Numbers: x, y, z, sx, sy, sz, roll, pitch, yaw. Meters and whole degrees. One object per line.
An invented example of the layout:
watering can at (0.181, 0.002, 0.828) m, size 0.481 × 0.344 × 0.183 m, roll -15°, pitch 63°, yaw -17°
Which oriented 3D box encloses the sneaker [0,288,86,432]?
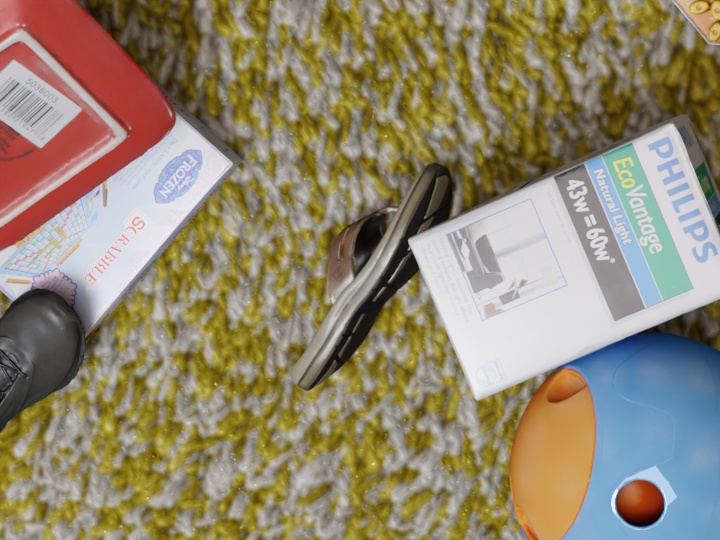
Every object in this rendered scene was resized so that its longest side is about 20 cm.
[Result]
sneaker at (-0.282, 0.093, 1.744) m, size 0.076 × 0.091 × 0.200 m, roll 44°, pitch 121°, yaw 1°

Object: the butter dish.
butter dish at (-0.268, -0.143, 1.671) m, size 0.199 × 0.148 × 0.200 m, roll -33°, pitch 132°, yaw 12°

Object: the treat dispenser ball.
treat dispenser ball at (0.206, 0.144, 1.635) m, size 0.200 × 0.201 × 0.202 m, roll 1°, pitch 98°, yaw 9°

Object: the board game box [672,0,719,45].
board game box at (0.269, -0.299, 1.653) m, size 0.200 × 0.026 × 0.200 m, roll -40°, pitch 90°, yaw 13°

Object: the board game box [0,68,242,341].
board game box at (-0.229, -0.076, 1.759) m, size 0.199 × 0.041 × 0.200 m, roll 43°, pitch 102°, yaw 2°

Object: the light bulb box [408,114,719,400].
light bulb box at (0.159, -0.014, 1.621) m, size 0.199 × 0.198 × 0.125 m, roll -23°, pitch 91°, yaw 12°

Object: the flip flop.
flip flop at (0.000, 0.000, 1.721) m, size 0.058 × 0.081 × 0.200 m, roll 40°, pitch 108°, yaw 17°
